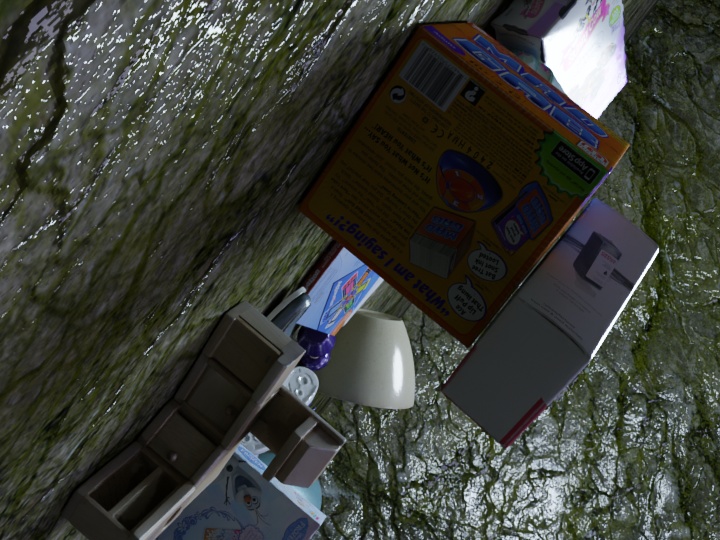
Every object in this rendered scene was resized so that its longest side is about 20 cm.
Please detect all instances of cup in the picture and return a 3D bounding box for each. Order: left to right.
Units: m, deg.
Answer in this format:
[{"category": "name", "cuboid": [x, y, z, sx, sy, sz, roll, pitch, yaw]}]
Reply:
[{"category": "cup", "cuboid": [0.011, 0.146, 1.806, 0.200, 0.199, 0.144, -9, 111, -80]}]

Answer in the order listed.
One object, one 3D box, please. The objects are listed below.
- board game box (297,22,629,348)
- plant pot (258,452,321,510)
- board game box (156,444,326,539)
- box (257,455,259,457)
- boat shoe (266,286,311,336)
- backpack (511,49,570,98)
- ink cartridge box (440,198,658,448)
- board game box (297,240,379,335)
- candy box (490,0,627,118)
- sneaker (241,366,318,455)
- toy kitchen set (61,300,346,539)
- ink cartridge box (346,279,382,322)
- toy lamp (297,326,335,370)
[{"category": "board game box", "cuboid": [0.103, -0.089, 0.961, 0.200, 0.200, 0.200, -54, 173, 22]}, {"category": "plant pot", "cuboid": [-0.194, 0.435, 1.986, 0.200, 0.200, 0.135, -50, 138, -10]}, {"category": "board game box", "cuboid": [-0.184, 0.350, 1.400, 0.200, 0.199, 0.043, -52, 174, 9]}, {"category": "box", "cuboid": [-0.209, 0.328, 1.829, 0.110, 0.035, 0.200, -47, 172, -37]}, {"category": "boat shoe", "cuboid": [-0.110, 0.109, 1.190, 0.200, 0.062, 0.073, -53, 173, 10]}, {"category": "backpack", "cuboid": [0.138, -0.140, 1.120, 0.200, 0.127, 0.167, -34, -150, 23]}, {"category": "ink cartridge box", "cuboid": [0.176, 0.043, 0.937, 0.200, 0.085, 0.146, -41, 168, -47]}, {"category": "board game box", "cuboid": [-0.005, -0.011, 1.256, 0.200, 0.019, 0.103, -52, 144, 10]}, {"category": "candy box", "cuboid": [0.239, -0.254, 1.209, 0.168, 0.071, 0.200, -48, 144, -22]}, {"category": "sneaker", "cuboid": [-0.149, 0.245, 1.588, 0.200, 0.081, 0.147, -44, 171, -44]}, {"category": "toy kitchen set", "cuboid": [-0.132, 0.176, 0.969, 0.200, 0.163, 0.180, -55, 172, 29]}, {"category": "ink cartridge box", "cuboid": [0.000, 0.000, 1.415, 0.109, 0.050, 0.200, -48, 172, -17]}, {"category": "toy lamp", "cuboid": [-0.066, 0.110, 1.527, 0.058, 0.058, 0.200, -50, 173, -12]}]
